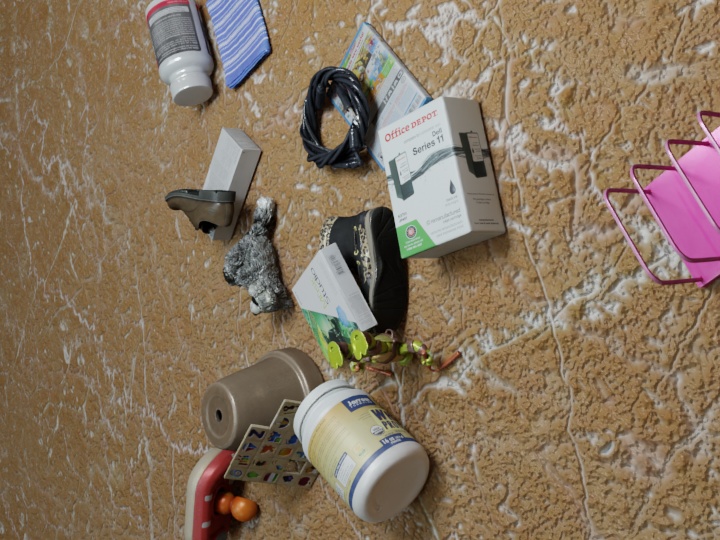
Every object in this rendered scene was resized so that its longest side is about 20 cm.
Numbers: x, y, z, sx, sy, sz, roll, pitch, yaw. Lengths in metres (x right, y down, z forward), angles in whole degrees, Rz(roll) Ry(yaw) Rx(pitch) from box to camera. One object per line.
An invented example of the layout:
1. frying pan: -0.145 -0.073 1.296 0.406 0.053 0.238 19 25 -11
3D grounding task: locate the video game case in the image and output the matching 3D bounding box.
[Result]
1. video game case: 0.026 -0.280 1.495 0.201 0.018 0.144 56 130 31

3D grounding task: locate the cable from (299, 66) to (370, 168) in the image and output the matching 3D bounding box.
1. cable: -0.053 -0.252 1.537 0.199 0.050 0.166 17 117 57

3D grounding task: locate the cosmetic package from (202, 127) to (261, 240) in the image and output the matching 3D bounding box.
1. cosmetic package: -0.257 -0.165 1.795 0.083 0.050 0.202 48 125 38

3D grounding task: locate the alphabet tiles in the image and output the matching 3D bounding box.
1. alphabet tiles: -0.122 0.296 1.586 0.201 0.165 0.008 -61 30 30

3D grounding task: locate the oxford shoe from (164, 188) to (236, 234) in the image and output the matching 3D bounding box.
1. oxford shoe: -0.311 -0.113 1.769 0.198 0.072 0.086 10 102 48

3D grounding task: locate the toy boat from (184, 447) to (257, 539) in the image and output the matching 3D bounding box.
1. toy boat: -0.259 0.447 1.799 0.129 0.130 0.204 8 100 17

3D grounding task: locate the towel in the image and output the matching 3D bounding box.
1. towel: -0.235 -0.466 1.777 0.144 0.024 0.203 -32 68 44

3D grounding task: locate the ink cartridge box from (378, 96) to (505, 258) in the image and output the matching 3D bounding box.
1. ink cartridge box: 0.115 -0.132 1.352 0.146 0.082 0.203 -22 75 46

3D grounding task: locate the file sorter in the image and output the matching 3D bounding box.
1. file sorter: 0.387 -0.091 1.015 0.200 0.124 0.140 -45 60 40

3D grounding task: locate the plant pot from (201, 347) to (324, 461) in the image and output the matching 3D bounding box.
1. plant pot: -0.179 0.242 1.637 0.199 0.173 0.204 1 91 48

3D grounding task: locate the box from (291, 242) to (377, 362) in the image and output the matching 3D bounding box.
1. box: -0.046 0.057 1.508 0.146 0.036 0.200 62 158 10

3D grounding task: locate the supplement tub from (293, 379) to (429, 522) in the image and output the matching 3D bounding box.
1. supplement tub: -0.003 0.278 1.459 0.200 0.143 0.146 40 120 39

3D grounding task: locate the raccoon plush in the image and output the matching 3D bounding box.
1. raccoon plush: -0.170 -0.020 1.681 0.133 0.096 0.203 24 110 37

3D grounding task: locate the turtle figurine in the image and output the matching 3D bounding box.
1. turtle figurine: 0.039 0.120 1.410 0.198 0.160 0.066 -10 75 41

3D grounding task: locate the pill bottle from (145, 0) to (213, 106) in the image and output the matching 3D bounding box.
1. pill bottle: -0.353 -0.434 1.846 0.110 0.110 0.203 -32 68 44

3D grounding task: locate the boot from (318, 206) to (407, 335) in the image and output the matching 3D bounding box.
1. boot: 0.000 0.000 1.498 0.150 0.072 0.204 3 102 53
